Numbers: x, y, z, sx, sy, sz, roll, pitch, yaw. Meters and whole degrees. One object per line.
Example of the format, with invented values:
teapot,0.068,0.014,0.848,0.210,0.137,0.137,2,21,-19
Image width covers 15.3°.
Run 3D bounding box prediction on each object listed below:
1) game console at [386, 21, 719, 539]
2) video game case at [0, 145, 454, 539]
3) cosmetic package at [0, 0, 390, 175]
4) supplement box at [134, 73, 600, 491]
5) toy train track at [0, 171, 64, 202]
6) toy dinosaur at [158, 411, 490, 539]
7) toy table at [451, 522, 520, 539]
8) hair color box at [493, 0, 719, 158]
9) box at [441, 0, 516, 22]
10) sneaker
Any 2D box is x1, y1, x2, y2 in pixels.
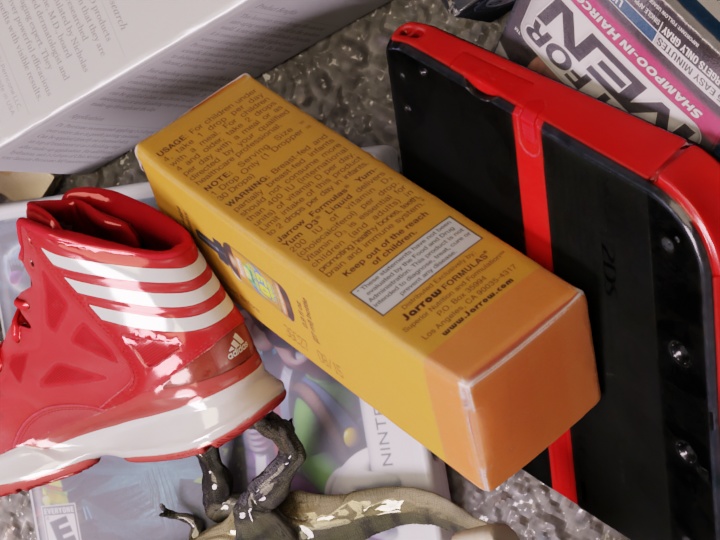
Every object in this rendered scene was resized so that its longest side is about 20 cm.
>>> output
game console,0.085,0.014,1.022,0.177,0.031,0.200,33,144,40
video game case,-0.063,0.049,1.164,0.200,0.023,0.182,-8,93,26
cosmetic package,-0.079,-0.115,1.133,0.200,0.101,0.071,-27,79,23
supplement box,0.000,0.000,1.037,0.069,0.067,0.200,-39,51,-23
toy train track,-0.216,-0.094,1.239,0.200,0.033,0.115,38,106,12
toy dinosaur,-0.045,0.100,1.127,0.200,0.047,0.088,-20,103,25
toy table,0.081,0.188,1.057,0.200,0.117,0.184,-27,80,23
hair color box,0.100,-0.058,1.010,0.100,0.060,0.200,47,149,17
box,0.088,-0.220,1.082,0.200,0.044,0.160,-31,78,22
sneaker,-0.128,0.024,1.117,0.200,0.078,0.116,-14,104,33
